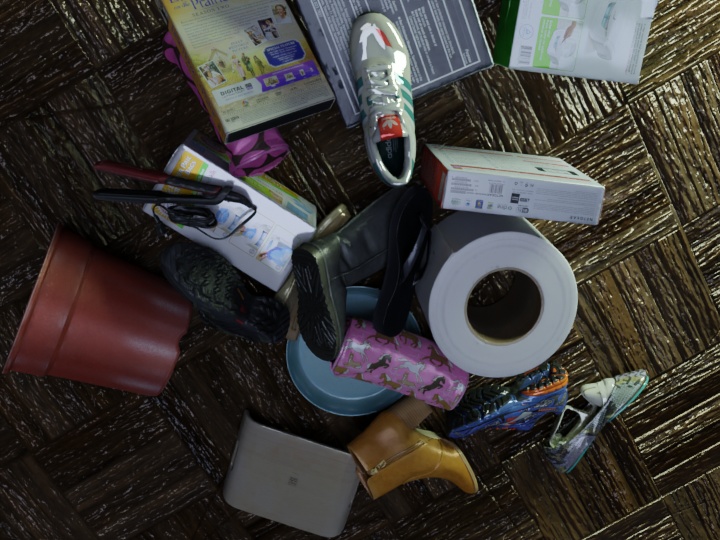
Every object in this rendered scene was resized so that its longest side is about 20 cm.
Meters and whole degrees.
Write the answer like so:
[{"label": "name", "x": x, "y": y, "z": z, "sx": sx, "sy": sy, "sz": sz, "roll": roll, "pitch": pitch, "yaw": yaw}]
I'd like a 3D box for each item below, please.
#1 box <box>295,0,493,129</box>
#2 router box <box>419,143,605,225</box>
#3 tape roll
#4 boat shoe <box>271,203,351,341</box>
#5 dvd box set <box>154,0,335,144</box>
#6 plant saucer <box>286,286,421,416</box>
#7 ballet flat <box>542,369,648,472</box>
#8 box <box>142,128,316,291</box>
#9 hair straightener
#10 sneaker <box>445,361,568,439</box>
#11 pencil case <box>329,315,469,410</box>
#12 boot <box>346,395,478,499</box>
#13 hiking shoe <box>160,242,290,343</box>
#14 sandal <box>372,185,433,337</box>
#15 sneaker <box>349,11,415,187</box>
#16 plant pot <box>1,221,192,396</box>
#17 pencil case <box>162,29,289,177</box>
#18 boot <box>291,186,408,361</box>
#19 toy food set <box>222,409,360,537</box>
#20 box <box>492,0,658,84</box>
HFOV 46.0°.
[{"label": "box", "x": 0.032, "y": -0.312, "z": 1.040, "sx": 0.196, "sy": 0.123, "sz": 0.202, "roll": -21, "pitch": 111, "yaw": 3}, {"label": "router box", "x": 0.188, "y": -0.114, "z": 1.090, "sx": 0.197, "sy": 0.180, "sz": 0.049, "roll": 6, "pitch": 108, "yaw": -6}, {"label": "tape roll", "x": 0.179, "y": 0.026, "z": 1.157, "sx": 0.200, "sy": 0.139, "sz": 0.205, "roll": -2, "pitch": 109, "yaw": -5}, {"label": "boat shoe", "x": -0.061, "y": 0.003, "z": 1.156, "sx": 0.064, "sy": 0.071, "sz": 0.201, "roll": 33, "pitch": 105, "yaw": 3}, {"label": "dvd box set", "x": -0.136, "y": -0.260, "z": 0.994, "sx": 0.145, "sy": 0.029, "sz": 0.202, "roll": -24, "pitch": 80, "yaw": -24}, {"label": "plant saucer", "x": -0.009, "y": 0.115, "z": 1.228, "sx": 0.197, "sy": 0.027, "sz": 0.203, "roll": -2, "pitch": 108, "yaw": -5}, {"label": "ballet flat", "x": 0.344, "y": 0.213, "z": 1.273, "sx": 0.072, "sy": 0.072, "sz": 0.201, "roll": 36, "pitch": 100, "yaw": -15}, {"label": "box", "x": -0.165, "y": -0.081, "z": 1.104, "sx": 0.199, "sy": 0.113, "sz": 0.102, "roll": 32, "pitch": 105, "yaw": -13}, {"label": "hair straightener", "x": -0.225, "y": -0.079, "z": 1.028, "sx": 0.197, "sy": 0.041, "sz": 0.078, "roll": 9, "pitch": 108, "yaw": -9}, {"label": "sneaker", "x": 0.221, "y": 0.211, "z": 1.258, "sx": 0.198, "sy": 0.075, "sz": 0.079, "roll": -20, "pitch": 112, "yaw": 4}, {"label": "pencil case", "x": 0.056, "y": 0.131, "z": 1.184, "sx": 0.198, "sy": 0.084, "sz": 0.087, "roll": 18, "pitch": 150, "yaw": -11}, {"label": "boot", "x": 0.074, "y": 0.291, "z": 1.247, "sx": 0.144, "sy": 0.071, "sz": 0.202, "roll": -39, "pitch": 108, "yaw": -14}, {"label": "hiking shoe", "x": -0.188, "y": 0.040, "z": 1.088, "sx": 0.100, "sy": 0.076, "sz": 0.200, "roll": -16, "pitch": 134, "yaw": 43}, {"label": "sandal", "x": 0.067, "y": -0.009, "z": 1.111, "sx": 0.043, "sy": 0.076, "sz": 0.203, "roll": 18, "pitch": 103, "yaw": 36}, {"label": "sneaker", "x": 0.032, "y": -0.190, "z": 0.970, "sx": 0.069, "sy": 0.094, "sz": 0.202, "roll": -9, "pitch": 112, "yaw": -3}, {"label": "plant pot", "x": -0.334, "y": 0.066, "z": 1.106, "sx": 0.193, "sy": 0.201, "sz": 0.202, "roll": 21, "pitch": 105, "yaw": -20}, {"label": "pencil case", "x": -0.164, "y": -0.206, "z": 1.036, "sx": 0.090, "sy": 0.094, "sz": 0.202, "roll": -21, "pitch": 77, "yaw": -36}, {"label": "boot", "x": 0.002, "y": 0.001, "z": 1.125, "sx": 0.072, "sy": 0.199, "sz": 0.184, "roll": 19, "pitch": 125, "yaw": 32}, {"label": "toy food set", "x": -0.098, "y": 0.302, "z": 1.273, "sx": 0.198, "sy": 0.060, "sz": 0.145, "roll": 18, "pitch": 106, "yaw": -2}, {"label": "box", "x": 0.274, "y": -0.348, "z": 1.064, "sx": 0.174, "sy": 0.097, "sz": 0.203, "roll": 4, "pitch": 108, "yaw": -7}]
